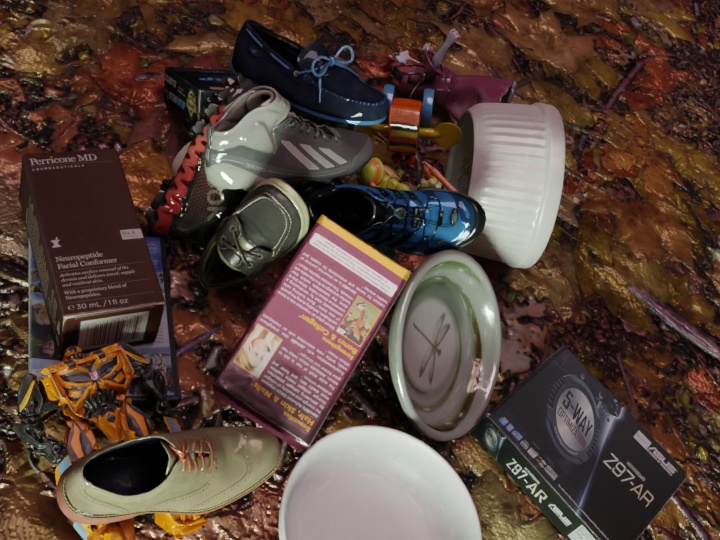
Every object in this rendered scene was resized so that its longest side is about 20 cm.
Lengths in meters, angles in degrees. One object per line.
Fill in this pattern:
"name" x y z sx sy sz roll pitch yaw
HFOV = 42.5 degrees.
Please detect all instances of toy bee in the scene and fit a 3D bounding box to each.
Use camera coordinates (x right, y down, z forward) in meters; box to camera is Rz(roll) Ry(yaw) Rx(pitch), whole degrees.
"toy bee" 0.063 -0.174 1.138 0.129 0.110 0.200 15 29 22

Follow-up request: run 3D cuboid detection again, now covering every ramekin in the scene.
"ramekin" 0.167 -0.109 1.131 0.103 0.201 0.202 7 52 -7

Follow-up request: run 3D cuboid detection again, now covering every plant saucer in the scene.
"plant saucer" 0.082 0.079 0.997 0.199 0.050 0.204 -1 91 -51

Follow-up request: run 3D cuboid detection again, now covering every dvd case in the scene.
"dvd case" -0.260 0.046 0.933 0.141 0.018 0.202 3 53 -23

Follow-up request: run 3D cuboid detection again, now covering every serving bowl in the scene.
"serving bowl" 0.012 0.251 0.869 0.197 0.066 0.202 13 50 -16

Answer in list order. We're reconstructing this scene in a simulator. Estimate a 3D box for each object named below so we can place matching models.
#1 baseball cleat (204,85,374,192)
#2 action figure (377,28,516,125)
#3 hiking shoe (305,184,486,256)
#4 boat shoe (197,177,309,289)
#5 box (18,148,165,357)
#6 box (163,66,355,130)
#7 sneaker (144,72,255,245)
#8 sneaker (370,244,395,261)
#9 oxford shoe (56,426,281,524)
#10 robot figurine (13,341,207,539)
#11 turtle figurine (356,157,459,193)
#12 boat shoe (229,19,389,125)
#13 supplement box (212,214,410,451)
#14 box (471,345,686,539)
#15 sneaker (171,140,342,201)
"baseball cleat" -0.064 -0.138 0.949 0.198 0.108 0.070 -18 42 -33
"action figure" 0.115 -0.252 1.300 0.197 0.134 0.151 16 92 3
"hiking shoe" 0.033 -0.052 0.978 0.197 0.087 0.076 2 95 8
"boat shoe" -0.114 -0.025 0.940 0.072 0.201 0.066 47 58 -4
"box" -0.270 -0.023 0.922 0.099 0.075 0.202 -8 57 -29
"box" -0.123 -0.205 1.116 0.197 0.047 0.159 -2 22 -25
"sneaker" -0.150 -0.111 0.998 0.097 0.202 0.071 28 20 -13
"sneaker" 0.000 0.000 1.050 0.079 0.072 0.201 23 47 -1
"oxford shoe" -0.148 0.167 0.778 0.198 0.075 0.071 -9 70 -32
"robot figurine" -0.220 0.154 0.829 0.144 0.058 0.202 -19 75 -35
"turtle figurine" 0.036 -0.101 1.094 0.198 0.065 0.161 21 2 19
"boat shoe" -0.059 -0.219 1.021 0.198 0.069 0.084 22 31 12
"supplement box" -0.049 0.064 0.922 0.110 0.086 0.201 32 74 1
"box" 0.243 0.203 1.025 0.159 0.044 0.200 -30 71 -37
"sneaker" -0.111 -0.103 1.073 0.198 0.077 0.112 -7 49 -36
